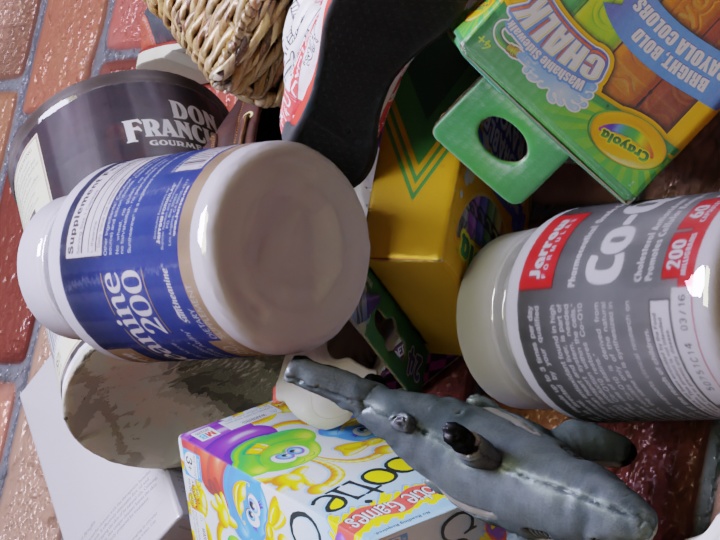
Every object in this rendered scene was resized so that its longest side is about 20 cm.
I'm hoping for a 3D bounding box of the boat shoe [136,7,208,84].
[{"bbox_3d":[-0.082,-0.165,1.891,0.200,0.071,0.063,-6,68,56],"label":"boat shoe"}]

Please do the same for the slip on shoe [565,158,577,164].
[{"bbox_3d":[0.143,-0.155,1.602,0.061,0.074,0.200,-85,11,-83],"label":"slip on shoe"}]

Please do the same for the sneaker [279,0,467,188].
[{"bbox_3d":[0.005,-0.144,1.508,0.108,0.067,0.201,-91,20,-44],"label":"sneaker"}]

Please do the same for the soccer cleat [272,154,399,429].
[{"bbox_3d":[0.000,0.000,1.625,0.078,0.069,0.200,-39,32,45],"label":"soccer cleat"}]

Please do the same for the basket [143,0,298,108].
[{"bbox_3d":[-0.019,-0.203,1.640,0.149,0.143,0.200,51,120,47],"label":"basket"}]

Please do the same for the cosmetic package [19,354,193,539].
[{"bbox_3d":[-0.136,0.123,1.819,0.108,0.085,0.200,-49,41,27],"label":"cosmetic package"}]

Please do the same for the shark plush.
[{"bbox_3d":[0.061,0.083,1.456,0.200,0.083,0.091,38,88,8],"label":"shark plush"}]

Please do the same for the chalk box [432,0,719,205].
[{"bbox_3d":[0.125,-0.123,1.485,0.200,0.125,0.124,-48,10,8],"label":"chalk box"}]

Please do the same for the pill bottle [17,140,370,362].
[{"bbox_3d":[-0.097,-0.007,1.539,0.200,0.111,0.111,-5,71,51],"label":"pill bottle"}]

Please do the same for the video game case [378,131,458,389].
[{"bbox_3d":[-0.007,0.009,1.741,0.200,0.036,0.181,-40,45,36],"label":"video game case"}]

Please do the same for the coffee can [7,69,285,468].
[{"bbox_3d":[-0.126,-0.001,1.749,0.146,0.146,0.200,-47,42,30],"label":"coffee can"}]

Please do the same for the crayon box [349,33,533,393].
[{"bbox_3d":[0.052,-0.039,1.585,0.052,0.126,0.200,2,66,21],"label":"crayon box"}]

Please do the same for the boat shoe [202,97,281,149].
[{"bbox_3d":[-0.041,-0.089,1.714,0.070,0.070,0.200,-37,17,38],"label":"boat shoe"}]

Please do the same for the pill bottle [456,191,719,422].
[{"bbox_3d":[0.147,0.020,1.469,0.200,0.114,0.114,-5,71,51],"label":"pill bottle"}]

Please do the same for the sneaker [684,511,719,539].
[{"bbox_3d":[0.195,0.161,1.394,0.200,0.074,0.085,-40,52,48],"label":"sneaker"}]

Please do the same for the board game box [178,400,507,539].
[{"bbox_3d":[-0.003,0.148,1.588,0.200,0.103,0.105,22,125,54],"label":"board game box"}]
